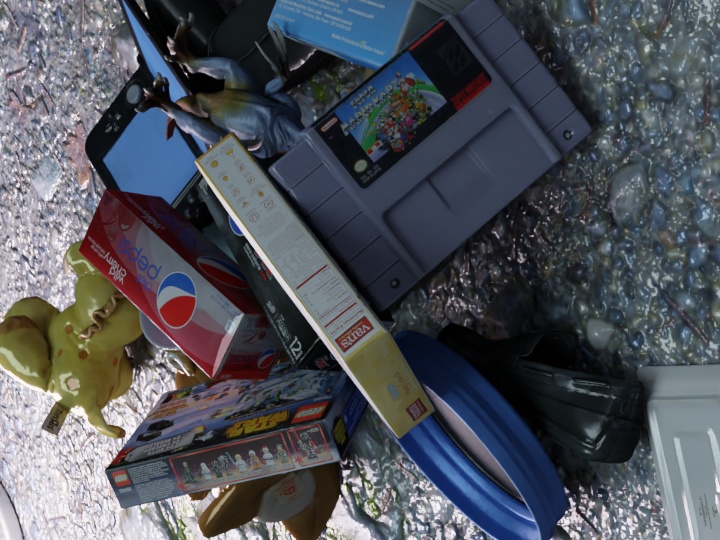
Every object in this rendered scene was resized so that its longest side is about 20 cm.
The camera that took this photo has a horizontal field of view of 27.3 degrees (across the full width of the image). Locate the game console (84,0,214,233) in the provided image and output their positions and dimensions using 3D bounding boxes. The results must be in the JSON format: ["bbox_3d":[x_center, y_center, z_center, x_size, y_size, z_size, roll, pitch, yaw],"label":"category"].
[{"bbox_3d":[-0.200,-0.132,1.342,0.176,0.116,0.201,-49,51,17],"label":"game console"}]

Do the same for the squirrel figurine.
[{"bbox_3d":[-0.098,0.125,1.369,0.187,0.140,0.201,52,124,40],"label":"squirrel figurine"}]

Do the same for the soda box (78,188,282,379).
[{"bbox_3d":[-0.146,0.010,1.226,0.200,0.070,0.064,39,110,34],"label":"soda box"}]

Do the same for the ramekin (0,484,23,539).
[{"bbox_3d":[-0.542,0.368,1.993,0.199,0.104,0.203,22,119,46],"label":"ramekin"}]

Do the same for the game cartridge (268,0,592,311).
[{"bbox_3d":[0.048,-0.084,1.021,0.130,0.200,0.038,51,169,-8],"label":"game cartridge"}]

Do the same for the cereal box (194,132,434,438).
[{"bbox_3d":[-0.030,0.011,1.032,0.200,0.039,0.144,51,176,30],"label":"cereal box"}]

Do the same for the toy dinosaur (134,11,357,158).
[{"bbox_3d":[-0.072,-0.126,1.144,0.180,0.200,0.106,28,85,6],"label":"toy dinosaur"}]

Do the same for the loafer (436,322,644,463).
[{"bbox_3d":[0.133,0.076,1.102,0.200,0.068,0.071,28,103,48],"label":"loafer"}]

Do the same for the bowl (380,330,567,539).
[{"bbox_3d":[0.079,0.129,1.132,0.201,0.039,0.201,45,163,17],"label":"bowl"}]

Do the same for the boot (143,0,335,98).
[{"bbox_3d":[-0.098,-0.225,1.265,0.166,0.065,0.200,59,147,-1],"label":"boot"}]

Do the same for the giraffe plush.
[{"bbox_3d":[-0.276,0.056,1.531,0.163,0.171,0.200,-56,26,17],"label":"giraffe plush"}]

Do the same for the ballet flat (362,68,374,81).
[{"bbox_3d":[0.025,-0.091,1.129,0.063,0.068,0.203,18,-100,-86],"label":"ballet flat"}]

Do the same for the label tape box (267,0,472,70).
[{"bbox_3d":[0.029,-0.249,1.096,0.143,0.066,0.202,26,95,43],"label":"label tape box"}]

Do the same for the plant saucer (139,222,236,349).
[{"bbox_3d":[-0.117,-0.010,1.328,0.200,0.039,0.202,-31,39,29],"label":"plant saucer"}]

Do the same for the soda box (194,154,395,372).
[{"bbox_3d":[-0.054,-0.016,1.186,0.063,0.070,0.201,-49,55,29],"label":"soda box"}]

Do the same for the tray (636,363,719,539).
[{"bbox_3d":[0.245,0.165,1.025,0.107,0.022,0.202,-7,97,51],"label":"tray"}]

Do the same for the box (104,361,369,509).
[{"bbox_3d":[-0.093,0.125,1.204,0.198,0.137,0.040,-15,108,21],"label":"box"}]

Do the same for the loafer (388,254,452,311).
[{"bbox_3d":[0.000,0.000,1.237,0.199,0.075,0.070,-35,61,40],"label":"loafer"}]
